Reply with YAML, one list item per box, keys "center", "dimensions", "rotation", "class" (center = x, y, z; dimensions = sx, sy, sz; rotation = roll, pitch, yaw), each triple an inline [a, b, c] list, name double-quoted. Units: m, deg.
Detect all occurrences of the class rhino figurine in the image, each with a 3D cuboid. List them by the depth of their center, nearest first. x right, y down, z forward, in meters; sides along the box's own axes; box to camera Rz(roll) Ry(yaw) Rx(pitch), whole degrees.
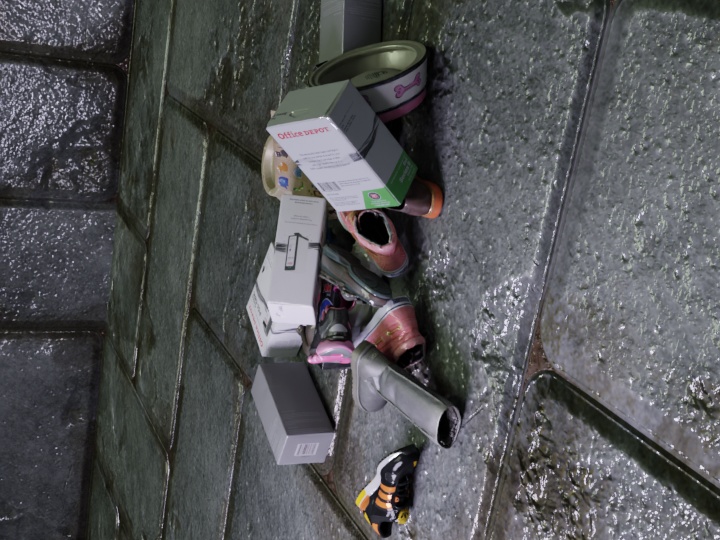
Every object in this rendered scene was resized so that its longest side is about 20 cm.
- center: [-0.071, 0.082, 1.836]
  dimensions: [0.088, 0.059, 0.202]
  rotation: [-123, 44, -53]
  class: "rhino figurine"

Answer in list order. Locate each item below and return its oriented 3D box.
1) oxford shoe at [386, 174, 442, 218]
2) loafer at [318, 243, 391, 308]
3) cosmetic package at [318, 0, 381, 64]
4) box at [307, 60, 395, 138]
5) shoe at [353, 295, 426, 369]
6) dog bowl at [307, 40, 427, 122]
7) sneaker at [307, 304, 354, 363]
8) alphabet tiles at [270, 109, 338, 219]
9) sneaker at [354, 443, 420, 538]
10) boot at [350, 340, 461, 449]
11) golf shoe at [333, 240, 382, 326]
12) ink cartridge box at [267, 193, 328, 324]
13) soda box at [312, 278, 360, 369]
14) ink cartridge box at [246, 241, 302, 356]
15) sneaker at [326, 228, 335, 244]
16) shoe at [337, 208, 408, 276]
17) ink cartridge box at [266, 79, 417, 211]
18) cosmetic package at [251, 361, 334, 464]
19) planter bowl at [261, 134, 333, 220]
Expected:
- center: [0.058, -0.135, 1.576]
  dimensions: [0.200, 0.072, 0.072]
  rotation: [26, 112, 61]
  class: "oxford shoe"
- center: [-0.012, 0.021, 1.583]
  dimensions: [0.200, 0.071, 0.063]
  rotation: [44, 114, 54]
  class: "loafer"
- center: [-0.020, -0.415, 1.728]
  dimensions: [0.107, 0.089, 0.203]
  rotation: [9, 99, 62]
  class: "cosmetic package"
- center: [-0.026, -0.249, 1.683]
  dimensions: [0.201, 0.036, 0.143]
  rotation: [52, 148, 16]
  class: "box"
- center: [0.047, 0.131, 1.588]
  dimensions: [0.092, 0.071, 0.201]
  rotation: [67, 151, 25]
  class: "shoe"
- center: [0.019, -0.299, 1.544]
  dimensions: [0.200, 0.199, 0.074]
  rotation: [39, 151, 57]
  class: "dog bowl"
- center: [-0.049, 0.110, 1.640]
  dimensions: [0.200, 0.078, 0.097]
  rotation: [134, 134, -73]
  class: "sneaker"
- center: [-0.081, -0.184, 1.712]
  dimensions: [0.008, 0.165, 0.202]
  rotation: [-57, -24, -44]
  class: "alphabet tiles"
- center: [0.062, 0.365, 1.571]
  dimensions: [0.090, 0.069, 0.201]
  rotation: [56, 139, 26]
  class: "sneaker"
- center: [0.075, 0.214, 1.516]
  dimensions: [0.199, 0.073, 0.183]
  rotation: [29, 155, 29]
  class: "boot"
- center: [0.000, 0.000, 1.667]
  dimensions: [0.075, 0.091, 0.203]
  rotation: [-8, 81, 64]
  class: "golf shoe"
- center: [-0.110, -0.015, 1.712]
  dimensions: [0.146, 0.083, 0.203]
  rotation: [91, -175, -75]
  class: "ink cartridge box"
- center: [-0.038, 0.079, 1.757]
  dimensions: [0.063, 0.070, 0.202]
  rotation: [37, 122, 58]
  class: "soda box"
- center: [-0.159, 0.062, 1.983]
  dimensions: [0.201, 0.082, 0.148]
  rotation: [-64, 37, 38]
  class: "ink cartridge box"
- center: [-0.105, -0.018, 1.832]
  dimensions: [0.105, 0.075, 0.201]
  rotation: [-46, 21, 38]
  class: "sneaker"
- center: [0.011, -0.085, 1.599]
  dimensions: [0.201, 0.071, 0.091]
  rotation: [56, 175, 33]
  class: "shoe"
- center: [-0.027, -0.190, 1.485]
  dimensions: [0.145, 0.200, 0.085]
  rotation: [-1, 52, 44]
  class: "ink cartridge box"
- center: [-0.137, 0.279, 1.893]
  dimensions: [0.201, 0.106, 0.091]
  rotation: [-119, 39, -47]
  class: "cosmetic package"
- center: [-0.111, -0.202, 1.843]
  dimensions: [0.200, 0.133, 0.203]
  rotation: [-6, 83, 62]
  class: "planter bowl"
